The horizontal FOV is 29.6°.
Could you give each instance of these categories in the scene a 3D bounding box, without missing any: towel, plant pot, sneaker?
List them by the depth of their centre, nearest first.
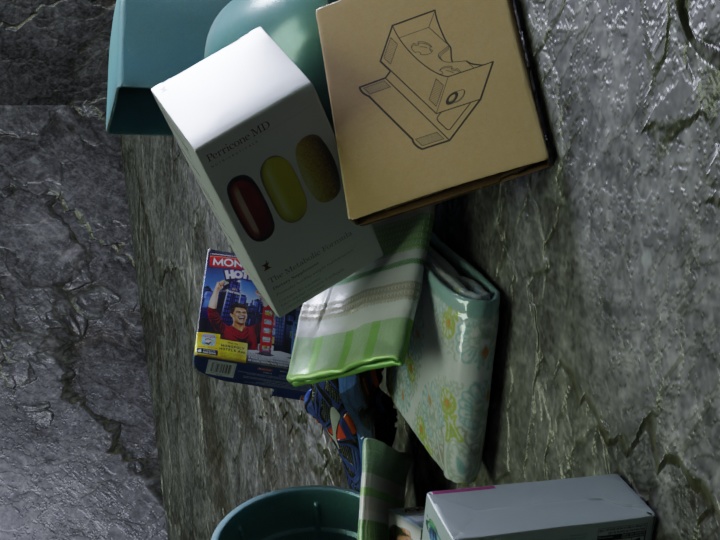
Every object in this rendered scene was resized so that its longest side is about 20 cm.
[{"bbox_3d":[0.071,0.070,1.224,0.200,0.048,0.172,-129,37,-64],"label":"towel"},{"bbox_3d":[0.000,0.000,1.224,0.149,0.031,0.201,-18,51,45],"label":"towel"},{"bbox_3d":[-0.019,-0.203,1.255,0.161,0.200,0.202,-28,64,52],"label":"plant pot"},{"bbox_3d":[0.023,0.268,1.295,0.153,0.023,0.201,41,-130,-70],"label":"towel"},{"bbox_3d":[-0.014,0.135,1.340,0.075,0.078,0.201,-55,-36,-49],"label":"sneaker"},{"bbox_3d":[-0.051,0.366,1.454,0.200,0.199,0.197,-125,28,-62],"label":"plant pot"},{"bbox_3d":[-0.206,-0.266,1.493,0.141,0.140,0.201,136,131,-69],"label":"plant pot"}]

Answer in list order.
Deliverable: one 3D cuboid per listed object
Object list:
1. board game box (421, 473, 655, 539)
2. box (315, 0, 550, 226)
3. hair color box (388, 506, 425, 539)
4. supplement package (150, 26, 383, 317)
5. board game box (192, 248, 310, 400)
[{"bbox_3d":[0.110,0.245,0.928,0.064,0.147,0.201,-130,41,-63],"label":"board game box"},{"bbox_3d":[0.054,-0.149,1.087,0.021,0.163,0.201,42,-145,-60],"label":"box"},{"bbox_3d":[0.082,0.270,1.183,0.200,0.060,0.100,180,88,-75],"label":"hair color box"},{"bbox_3d":[-0.077,-0.081,1.155,0.110,0.113,0.200,51,170,46],"label":"supplement package"},{"bbox_3d":[-0.087,0.047,1.576,0.062,0.199,0.201,110,167,-50],"label":"board game box"}]
